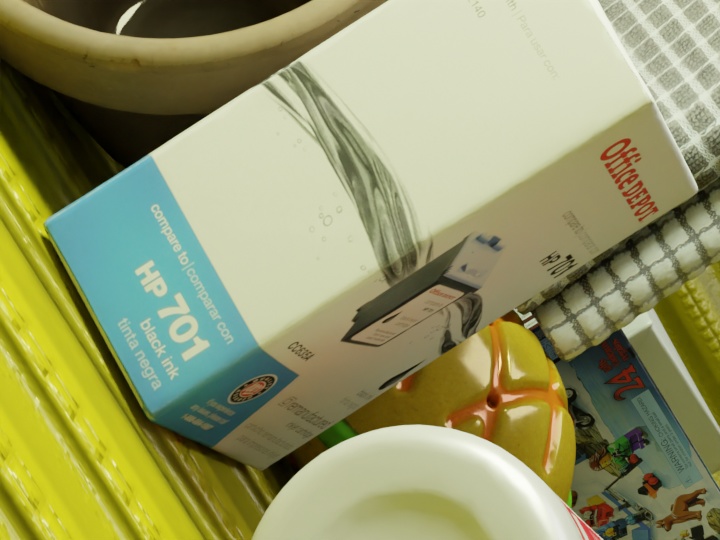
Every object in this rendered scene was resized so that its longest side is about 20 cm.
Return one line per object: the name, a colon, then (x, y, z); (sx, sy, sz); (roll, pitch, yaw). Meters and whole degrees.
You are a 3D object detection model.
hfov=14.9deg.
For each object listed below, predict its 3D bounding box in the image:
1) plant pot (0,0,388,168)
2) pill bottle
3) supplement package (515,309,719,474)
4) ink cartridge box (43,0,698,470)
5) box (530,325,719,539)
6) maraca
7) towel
plant pot: (-0.064, -0.118, 1.048); (0.175, 0.199, 0.201); (89, -24, -62)
pill bottle: (0.040, 0.127, 0.924); (0.113, 0.112, 0.200); (62, 7, 23)
supplement package: (0.103, 0.037, 1.687); (0.191, 0.147, 0.201); (52, 9, -53)
ink cartridge box: (0.009, -0.023, 0.972); (0.086, 0.199, 0.146); (61, 7, 16)
box: (0.109, 0.123, 1.379); (0.200, 0.136, 0.038); (55, 5, -31)
maraca: (0.005, 0.041, 1.116); (0.200, 0.107, 0.137); (40, 22, -1)
towel: (0.102, -0.076, 1.175); (0.086, 0.165, 0.200); (48, 7, -37)
